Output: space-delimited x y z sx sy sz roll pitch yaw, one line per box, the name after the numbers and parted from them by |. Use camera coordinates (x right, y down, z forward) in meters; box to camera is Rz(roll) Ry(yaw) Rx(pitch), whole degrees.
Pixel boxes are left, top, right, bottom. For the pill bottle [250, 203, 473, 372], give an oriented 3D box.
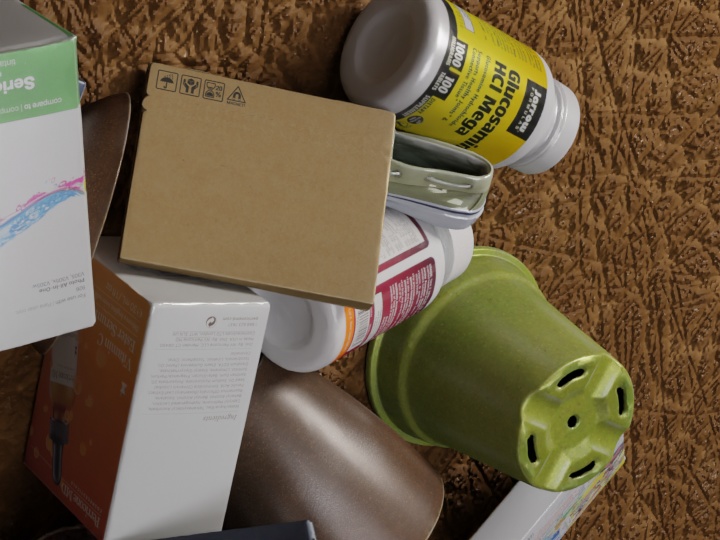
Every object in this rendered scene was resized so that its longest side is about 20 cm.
0.000 0.000 1.533 0.200 0.110 0.110 -28 126 -45 | pill bottle

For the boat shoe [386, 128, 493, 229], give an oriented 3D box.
0.012 -0.093 1.507 0.200 0.072 0.062 15 131 -10 | boat shoe

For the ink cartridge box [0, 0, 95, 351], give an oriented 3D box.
-0.241 -0.067 1.189 0.087 0.145 0.200 -17 120 -28 | ink cartridge box

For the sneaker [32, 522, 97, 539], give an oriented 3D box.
-0.185 0.247 1.510 0.200 0.116 0.076 -16 109 -43 | sneaker

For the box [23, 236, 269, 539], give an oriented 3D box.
-0.170 0.091 1.447 0.106 0.152 0.200 1 109 -37 | box

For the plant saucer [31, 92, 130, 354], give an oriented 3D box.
-0.216 -0.039 1.341 0.037 0.200 0.200 19 99 -17 | plant saucer

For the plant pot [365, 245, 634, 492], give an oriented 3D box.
0.137 0.101 1.653 0.200 0.184 0.200 -15 117 -30 | plant pot

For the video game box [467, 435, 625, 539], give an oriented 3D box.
0.176 0.226 1.774 0.200 0.047 0.182 -48 160 -8 | video game box

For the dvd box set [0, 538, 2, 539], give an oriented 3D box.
-0.324 0.289 1.505 0.146 0.029 0.200 -42 129 -13 | dvd box set

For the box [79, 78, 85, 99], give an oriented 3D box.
-0.318 -0.103 1.283 0.200 0.107 0.148 15 102 -38 | box

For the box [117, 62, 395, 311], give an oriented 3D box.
-0.078 -0.065 1.427 0.200 0.021 0.164 11 72 -12 | box

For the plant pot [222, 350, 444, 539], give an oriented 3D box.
-0.062 0.160 1.557 0.187 0.187 0.200 -43 115 -12 | plant pot

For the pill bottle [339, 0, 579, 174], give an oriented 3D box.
0.089 -0.152 1.550 0.200 0.112 0.112 22 96 -40 | pill bottle

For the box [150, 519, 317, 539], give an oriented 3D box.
-0.126 0.279 1.422 0.200 0.104 0.148 -7 146 -5 | box
